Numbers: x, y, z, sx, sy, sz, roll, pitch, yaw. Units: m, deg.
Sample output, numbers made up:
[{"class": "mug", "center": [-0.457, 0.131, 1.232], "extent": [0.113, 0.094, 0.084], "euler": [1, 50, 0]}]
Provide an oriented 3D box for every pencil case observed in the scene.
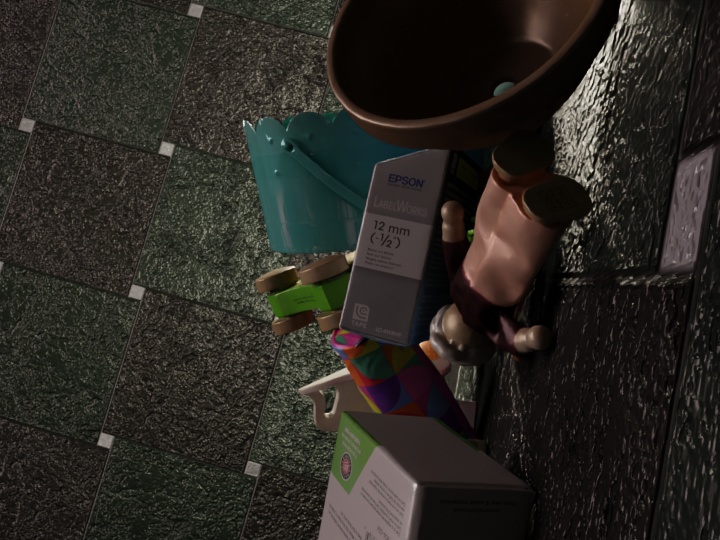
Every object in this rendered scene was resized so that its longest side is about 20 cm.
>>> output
[{"class": "pencil case", "center": [0.047, 0.121, 0.862], "extent": [0.200, 0.088, 0.088], "euler": [59, -159, -22]}]

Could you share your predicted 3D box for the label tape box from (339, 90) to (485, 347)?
[{"class": "label tape box", "center": [0.050, -0.042, 0.720], "extent": [0.143, 0.066, 0.200], "euler": [5, -84, -73]}]

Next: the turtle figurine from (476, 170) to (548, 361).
[{"class": "turtle figurine", "center": [0.111, -0.006, 0.724], "extent": [0.200, 0.064, 0.161], "euler": [75, -155, -82]}]

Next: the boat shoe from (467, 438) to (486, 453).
[{"class": "boat shoe", "center": [0.070, 0.220, 0.734], "extent": [0.200, 0.068, 0.075], "euler": [-74, -7, -62]}]

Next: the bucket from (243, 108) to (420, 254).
[{"class": "bucket", "center": [-0.013, -0.098, 0.869], "extent": [0.207, 0.207, 0.135], "euler": [-63, -33, -78]}]

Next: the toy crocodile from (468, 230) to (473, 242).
[{"class": "toy crocodile", "center": [0.127, -0.016, 0.963], "extent": [0.200, 0.062, 0.068], "euler": [-69, -16, -74]}]

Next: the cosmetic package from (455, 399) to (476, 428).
[{"class": "cosmetic package", "center": [0.081, 0.223, 1.018], "extent": [0.200, 0.082, 0.051], "euler": [95, -177, -49]}]

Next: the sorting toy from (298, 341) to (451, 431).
[{"class": "sorting toy", "center": [0.020, 0.147, 1.052], "extent": [0.200, 0.180, 0.107], "euler": [75, 178, -57]}]

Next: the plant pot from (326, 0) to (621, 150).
[{"class": "plant pot", "center": [0.085, -0.152, 0.583], "extent": [0.093, 0.201, 0.201], "euler": [45, -132, -47]}]

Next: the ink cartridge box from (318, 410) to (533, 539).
[{"class": "ink cartridge box", "center": [0.029, 0.214, 0.579], "extent": [0.145, 0.084, 0.200], "euler": [-155, 74, -68]}]

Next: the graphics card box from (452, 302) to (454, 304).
[{"class": "graphics card box", "center": [0.081, 0.000, 1.064], "extent": [0.126, 0.051, 0.200], "euler": [58, -178, -26]}]

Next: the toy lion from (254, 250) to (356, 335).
[{"class": "toy lion", "center": [0.000, 0.000, 0.894], "extent": [0.200, 0.192, 0.069], "euler": [-11, 102, 64]}]

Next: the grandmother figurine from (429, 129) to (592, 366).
[{"class": "grandmother figurine", "center": [0.093, 0.006, 0.579], "extent": [0.200, 0.061, 0.121], "euler": [108, 148, -54]}]

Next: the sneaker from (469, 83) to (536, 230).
[{"class": "sneaker", "center": [0.144, -0.146, 0.915], "extent": [0.140, 0.078, 0.200], "euler": [-72, 6, -46]}]
